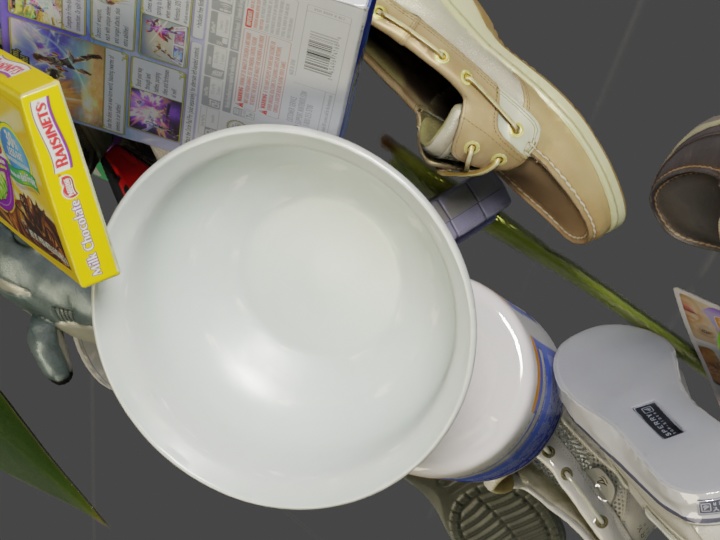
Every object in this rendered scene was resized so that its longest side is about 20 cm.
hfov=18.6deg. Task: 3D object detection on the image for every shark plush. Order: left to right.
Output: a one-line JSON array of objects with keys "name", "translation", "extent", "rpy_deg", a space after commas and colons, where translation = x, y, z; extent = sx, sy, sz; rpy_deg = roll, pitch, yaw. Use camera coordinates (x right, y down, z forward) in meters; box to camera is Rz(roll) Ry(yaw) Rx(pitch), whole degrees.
[{"name": "shark plush", "translation": [-0.198, -0.027, 1.333], "extent": [0.200, 0.091, 0.083], "rpy_deg": [49, 158, 2]}]

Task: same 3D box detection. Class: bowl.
[{"name": "bowl", "translation": [-0.030, 0.013, 1.123], "extent": [0.200, 0.090, 0.202], "rpy_deg": [5, 109, 14]}]

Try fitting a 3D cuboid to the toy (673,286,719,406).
[{"name": "toy", "translation": [0.231, 0.102, 1.194], "extent": [0.115, 0.047, 0.200], "rpy_deg": [23, 149, 43]}]

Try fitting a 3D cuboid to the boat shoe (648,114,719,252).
[{"name": "boat shoe", "translation": [0.194, -0.027, 1.000], "extent": [0.075, 0.073, 0.200], "rpy_deg": [52, 156, -20]}]

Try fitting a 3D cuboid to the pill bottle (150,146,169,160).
[{"name": "pill bottle", "translation": [-0.072, -0.093, 1.276], "extent": [0.109, 0.110, 0.200], "rpy_deg": [25, 151, 37]}]

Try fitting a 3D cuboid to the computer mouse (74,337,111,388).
[{"name": "computer mouse", "translation": [-0.127, 0.010, 1.458], "extent": [0.044, 0.200, 0.110], "rpy_deg": [-18, 113, 28]}]

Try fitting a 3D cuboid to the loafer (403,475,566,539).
[{"name": "loafer", "translation": [0.073, 0.129, 1.491], "extent": [0.075, 0.070, 0.200], "rpy_deg": [-28, 124, 20]}]

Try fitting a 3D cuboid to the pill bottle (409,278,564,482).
[{"name": "pill bottle", "translation": [0.059, 0.066, 1.269], "extent": [0.112, 0.112, 0.200], "rpy_deg": [37, -178, 14]}]

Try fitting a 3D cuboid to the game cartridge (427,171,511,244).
[{"name": "game cartridge", "translation": [0.000, 0.000, 1.294], "extent": [0.039, 0.129, 0.200], "rpy_deg": [63, 156, 0]}]

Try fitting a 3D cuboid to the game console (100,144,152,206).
[{"name": "game console", "translation": [-0.095, 0.029, 1.311], "extent": [0.177, 0.031, 0.201], "rpy_deg": [-137, 25, -68]}]

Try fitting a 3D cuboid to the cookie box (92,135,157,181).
[{"name": "cookie box", "translation": [-0.161, -0.143, 1.381], "extent": [0.171, 0.075, 0.200], "rpy_deg": [23, 149, 42]}]

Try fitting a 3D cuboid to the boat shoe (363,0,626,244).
[{"name": "boat shoe", "translation": [0.055, -0.083, 1.139], "extent": [0.200, 0.066, 0.074], "rpy_deg": [48, 158, -8]}]

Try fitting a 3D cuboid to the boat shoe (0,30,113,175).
[{"name": "boat shoe", "translation": [-0.203, -0.088, 1.294], "extent": [0.071, 0.066, 0.201], "rpy_deg": [8, 165, 17]}]

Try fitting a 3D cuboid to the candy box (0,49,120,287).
[{"name": "candy box", "translation": [-0.177, -0.063, 1.128], "extent": [0.200, 0.026, 0.103], "rpy_deg": [29, 136, 62]}]

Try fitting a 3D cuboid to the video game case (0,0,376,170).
[{"name": "video game case", "translation": [-0.088, -0.123, 1.091], "extent": [0.181, 0.046, 0.200], "rpy_deg": [17, 154, 0]}]

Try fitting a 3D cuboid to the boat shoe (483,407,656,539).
[{"name": "boat shoe", "translation": [0.101, 0.110, 1.391], "extent": [0.200, 0.069, 0.071], "rpy_deg": [37, 159, 19]}]

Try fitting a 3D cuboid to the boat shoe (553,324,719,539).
[{"name": "boat shoe", "translation": [0.161, 0.097, 1.193], "extent": [0.200, 0.071, 0.070], "rpy_deg": [-129, 23, -60]}]
